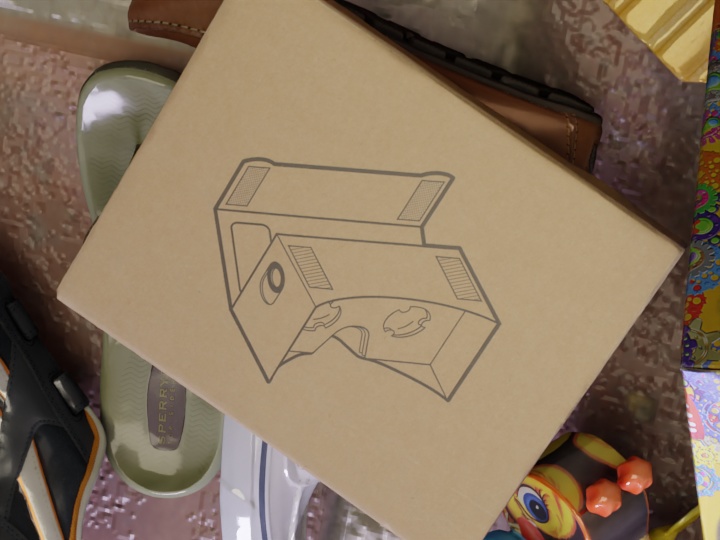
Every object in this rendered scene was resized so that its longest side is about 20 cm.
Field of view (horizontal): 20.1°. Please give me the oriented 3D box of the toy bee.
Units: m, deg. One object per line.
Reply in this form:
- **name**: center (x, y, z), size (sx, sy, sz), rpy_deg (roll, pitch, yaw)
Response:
- **toy bee**: center (0.087, 0.115, 0.834), size (0.200, 0.109, 0.131), rpy_deg (42, 68, -15)

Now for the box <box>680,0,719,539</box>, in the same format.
- **box**: center (0.186, 0.025, 0.707), size (0.121, 0.193, 0.201), rpy_deg (0, 137, 15)

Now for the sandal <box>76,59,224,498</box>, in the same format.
- **sandal**: center (-0.086, 0.009, 0.883), size (0.079, 0.057, 0.202), rpy_deg (2, 107, 14)

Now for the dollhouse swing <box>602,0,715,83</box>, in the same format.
- **dollhouse swing**: center (0.146, -0.176, 0.718), size (0.176, 0.182, 0.200), rpy_deg (-44, 93, 1)

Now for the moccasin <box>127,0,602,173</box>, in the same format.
- **moccasin**: center (-0.003, -0.067, 0.836), size (0.201, 0.074, 0.078), rpy_deg (22, 99, -3)

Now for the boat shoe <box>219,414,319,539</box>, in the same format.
- **boat shoe**: center (-0.023, 0.058, 0.867), size (0.066, 0.074, 0.201), rpy_deg (3, 120, 4)

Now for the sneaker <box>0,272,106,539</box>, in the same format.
- **sneaker**: center (-0.165, 0.060, 0.914), size (0.078, 0.079, 0.201), rpy_deg (-17, 83, 59)

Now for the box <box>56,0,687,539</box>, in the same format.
- **box**: center (0.000, 0.000, 0.794), size (0.200, 0.021, 0.164), rpy_deg (35, 107, 6)
